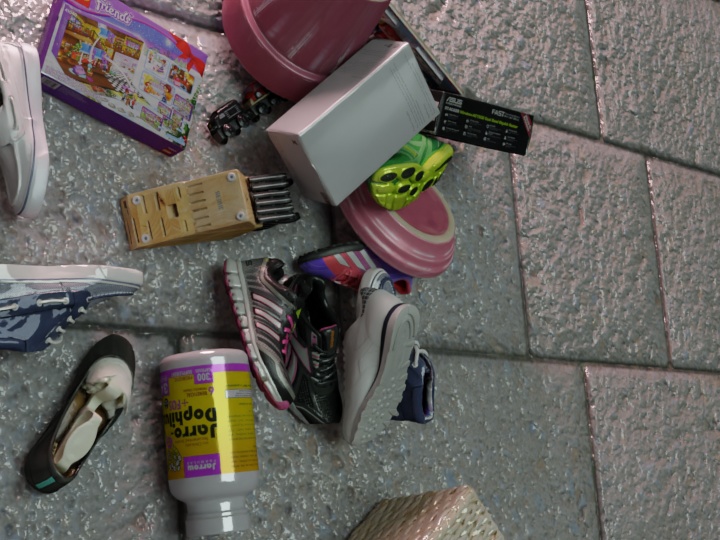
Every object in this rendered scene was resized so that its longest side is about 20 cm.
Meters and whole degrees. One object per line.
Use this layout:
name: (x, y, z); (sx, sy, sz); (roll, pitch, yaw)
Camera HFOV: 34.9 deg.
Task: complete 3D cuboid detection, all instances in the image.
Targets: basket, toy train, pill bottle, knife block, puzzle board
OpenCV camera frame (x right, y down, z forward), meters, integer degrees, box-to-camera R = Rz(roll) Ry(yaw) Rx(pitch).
basket: (0.067, 0.393, 1.405); (0.200, 0.197, 0.162); (-41, 102, -41)
toy train: (-0.132, -0.226, 1.499); (0.046, 0.034, 0.200); (52, 48, -5)
pill bottle: (-0.169, 0.195, 1.298); (0.103, 0.104, 0.203); (2, 77, -42)
knife block: (-0.177, -0.071, 1.405); (0.198, 0.176, 0.065); (-14, 85, 1)
puzzle board: (0.054, -0.328, 1.632); (0.017, 0.151, 0.200); (-45, 114, -3)

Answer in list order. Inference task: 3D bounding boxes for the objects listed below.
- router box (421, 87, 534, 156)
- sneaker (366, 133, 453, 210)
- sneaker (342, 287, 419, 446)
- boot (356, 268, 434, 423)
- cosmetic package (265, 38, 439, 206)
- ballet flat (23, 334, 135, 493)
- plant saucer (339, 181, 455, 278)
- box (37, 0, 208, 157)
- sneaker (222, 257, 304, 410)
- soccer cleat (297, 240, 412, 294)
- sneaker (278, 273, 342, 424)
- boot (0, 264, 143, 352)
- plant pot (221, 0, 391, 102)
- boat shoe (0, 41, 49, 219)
router box: (0.131, -0.221, 1.653); (0.199, 0.149, 0.063); (7, 99, -42)
sneaker: (0.052, -0.138, 1.523); (0.083, 0.075, 0.200); (32, 28, 15)
sneaker: (0.011, 0.122, 1.440); (0.076, 0.080, 0.202); (-2, 113, -57)
boot: (0.052, 0.098, 1.494); (0.073, 0.089, 0.203); (-22, 111, -54)
cosmetic package: (-0.007, -0.187, 1.432); (0.200, 0.081, 0.114); (-40, 123, -21)
ballet flat: (-0.285, 0.151, 1.228); (0.068, 0.068, 0.201); (42, 53, -26)
plant saucer: (0.058, -0.083, 1.569); (0.199, 0.051, 0.202); (30, 35, -24)
box: (-0.282, -0.240, 1.357); (0.199, 0.039, 0.138); (28, 62, -35)
sneaker: (-0.102, 0.066, 1.372); (0.086, 0.074, 0.202); (-16, 65, -9)
soccer cleat: (0.000, 0.000, 1.537); (0.199, 0.068, 0.074); (-3, 85, -46)
sneaker: (-0.060, 0.098, 1.438); (0.080, 0.086, 0.202); (-20, 93, -42)
boot: (-0.327, 0.041, 1.227); (0.198, 0.072, 0.092); (1, 85, -34)
plant pot: (-0.054, -0.347, 1.475); (0.198, 0.179, 0.202); (20, 53, -30)
boat shoe: (-0.380, -0.152, 1.230); (0.065, 0.073, 0.202); (3, 66, -37)
